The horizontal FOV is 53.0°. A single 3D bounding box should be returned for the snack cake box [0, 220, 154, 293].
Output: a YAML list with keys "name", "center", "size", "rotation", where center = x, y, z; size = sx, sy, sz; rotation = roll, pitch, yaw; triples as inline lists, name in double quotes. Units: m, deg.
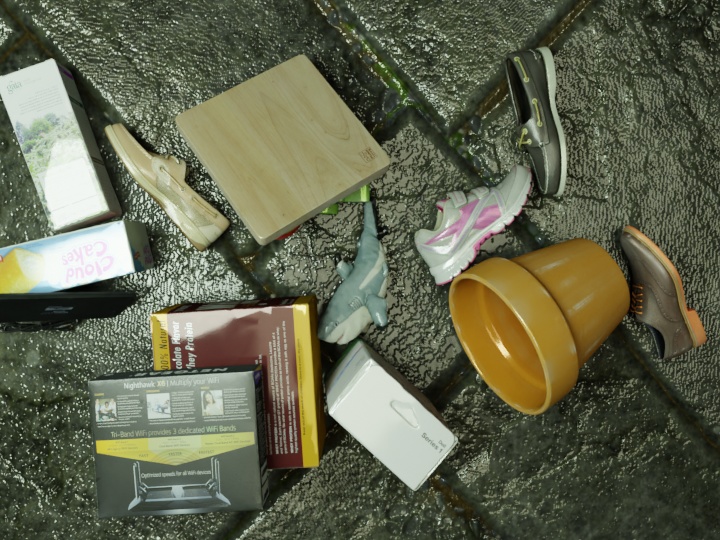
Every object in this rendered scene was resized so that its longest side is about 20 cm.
- name: "snack cake box"
  center: [-0.377, -0.009, 0.926]
  size: [0.195, 0.115, 0.069]
  rotation: [-14, 92, -3]

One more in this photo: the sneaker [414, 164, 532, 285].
- name: "sneaker"
  center: [0.151, -0.078, 0.983]
  size: [0.088, 0.081, 0.200]
  rotation: [45, 84, -1]

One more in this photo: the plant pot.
- name: "plant pot"
  center: [0.246, 0.053, 0.954]
  size: [0.181, 0.200, 0.204]
  rotation: [-29, 95, -18]

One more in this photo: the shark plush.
- name: "shark plush"
  center: [0.000, 0.000, 0.968]
  size: [0.081, 0.091, 0.205]
  rotation: [15, 88, -16]

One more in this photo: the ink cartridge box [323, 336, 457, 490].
- name: "ink cartridge box"
  center: [0.031, 0.174, 0.926]
  size: [0.144, 0.200, 0.084]
  rotation: [42, 89, -5]

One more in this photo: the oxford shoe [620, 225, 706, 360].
- name: "oxford shoe"
  center: [0.410, 0.034, 1.016]
  size: [0.072, 0.071, 0.203]
  rotation: [-31, 95, 3]

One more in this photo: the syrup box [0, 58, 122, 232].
- name: "syrup box"
  center: [-0.387, -0.158, 0.935]
  size: [0.077, 0.081, 0.205]
  rotation: [-20, 94, -5]

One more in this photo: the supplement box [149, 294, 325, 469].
- name: "supplement box"
  center: [-0.151, 0.141, 0.936]
  size: [0.194, 0.133, 0.203]
  rotation: [-4, 93, 1]

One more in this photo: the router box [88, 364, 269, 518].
- name: "router box"
  center: [-0.210, 0.198, 0.846]
  size: [0.194, 0.052, 0.162]
  rotation: [-3, 92, 2]

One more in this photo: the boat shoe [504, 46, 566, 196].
- name: "boat shoe"
  center: [0.238, -0.200, 0.990]
  size: [0.059, 0.072, 0.207]
  rotation: [-7, 86, -7]

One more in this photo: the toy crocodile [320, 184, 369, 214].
- name: "toy crocodile"
  center: [-0.083, -0.113, 0.971]
  size: [0.194, 0.062, 0.069]
  rotation: [4, 93, -5]

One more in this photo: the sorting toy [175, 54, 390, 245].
- name: "sorting toy"
  center: [-0.098, -0.145, 0.915]
  size: [0.197, 0.070, 0.201]
  rotation: [-32, 72, -21]

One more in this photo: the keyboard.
- name: "keyboard"
  center: [-0.391, 0.050, 0.909]
  size: [0.126, 0.198, 0.021]
  rotation: [-32, 69, 34]

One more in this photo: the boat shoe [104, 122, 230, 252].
- name: "boat shoe"
  center: [-0.255, -0.120, 0.958]
  size: [0.064, 0.071, 0.201]
  rotation: [-41, 103, -8]
